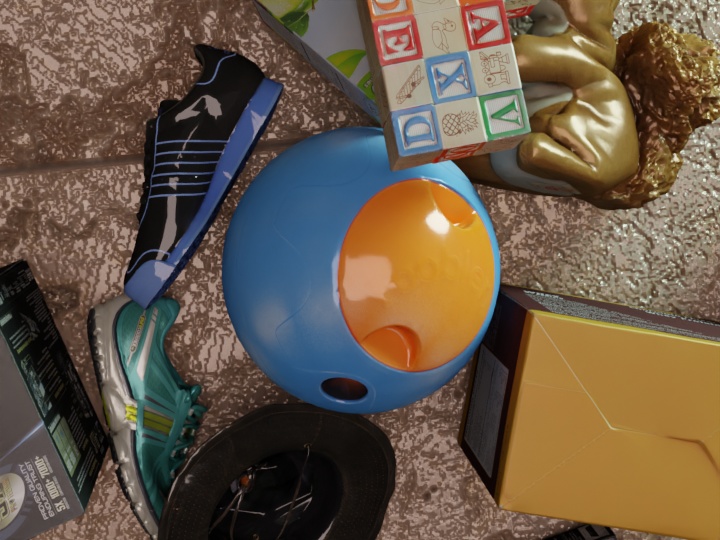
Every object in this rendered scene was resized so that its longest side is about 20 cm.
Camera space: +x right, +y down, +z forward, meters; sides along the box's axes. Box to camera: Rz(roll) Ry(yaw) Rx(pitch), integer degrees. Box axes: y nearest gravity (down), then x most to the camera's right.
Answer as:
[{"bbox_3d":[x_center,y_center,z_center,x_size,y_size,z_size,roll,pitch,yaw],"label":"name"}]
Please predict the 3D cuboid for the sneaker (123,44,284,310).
[{"bbox_3d":[-0.136,-0.072,1.023,0.077,0.070,0.201,29,82,-2],"label":"sneaker"}]

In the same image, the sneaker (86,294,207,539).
[{"bbox_3d":[-0.154,0.117,1.042,0.079,0.077,0.202,-11,97,-12],"label":"sneaker"}]

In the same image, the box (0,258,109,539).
[{"bbox_3d":[-0.255,0.090,0.965,0.085,0.200,0.165,-24,98,-3],"label":"box"}]

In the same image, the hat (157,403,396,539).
[{"bbox_3d":[-0.075,0.169,1.036,0.199,0.081,0.203,-14,118,-27],"label":"hat"}]

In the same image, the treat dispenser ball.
[{"bbox_3d":[0.000,0.000,0.976,0.198,0.201,0.203,0,96,-4],"label":"treat dispenser ball"}]

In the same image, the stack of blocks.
[{"bbox_3d":[0.057,-0.175,0.877,0.114,0.059,0.202,-11,86,-5],"label":"stack of blocks"}]

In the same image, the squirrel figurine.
[{"bbox_3d":[0.174,-0.149,1.024,0.198,0.141,0.189,13,85,-20],"label":"squirrel figurine"}]

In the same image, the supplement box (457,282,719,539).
[{"bbox_3d":[0.189,0.098,1.000,0.195,0.200,0.134,10,95,-5],"label":"supplement box"}]

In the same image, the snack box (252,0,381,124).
[{"bbox_3d":[0.040,-0.214,0.957,0.200,0.053,0.142,-46,69,-6],"label":"snack box"}]

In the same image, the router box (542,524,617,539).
[{"bbox_3d":[0.159,0.320,1.095,0.148,0.051,0.202,-19,97,-1],"label":"router box"}]
